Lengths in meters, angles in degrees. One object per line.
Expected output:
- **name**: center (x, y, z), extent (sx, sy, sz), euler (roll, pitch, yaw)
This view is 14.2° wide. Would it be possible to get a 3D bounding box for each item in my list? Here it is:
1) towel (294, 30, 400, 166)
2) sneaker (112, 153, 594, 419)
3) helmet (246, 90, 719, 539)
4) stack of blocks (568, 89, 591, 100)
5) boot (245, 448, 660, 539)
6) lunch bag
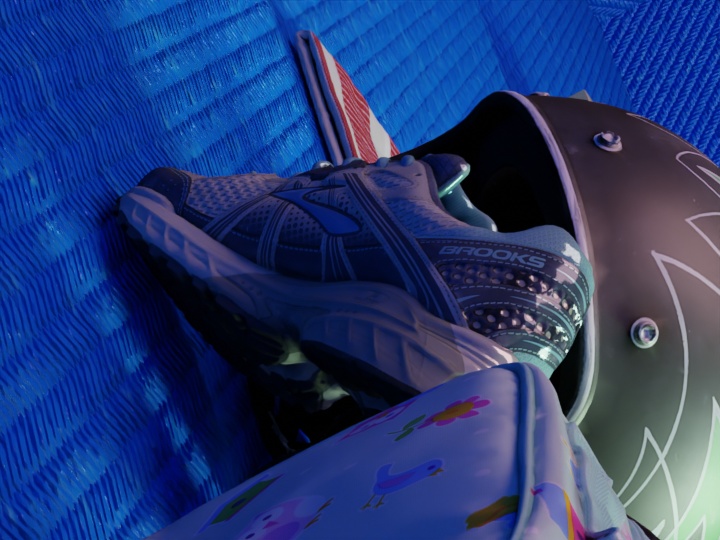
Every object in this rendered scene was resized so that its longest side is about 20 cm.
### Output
- **towel**: center (0.028, -0.023, 1.519), extent (0.200, 0.023, 0.144), euler (52, 15, -50)
- **sneaker**: center (0.000, 0.000, 0.947), extent (0.200, 0.086, 0.078), euler (26, -22, 45)
- **helmet**: center (0.063, 0.038, 1.034), extent (0.201, 0.190, 0.200), euler (63, 6, -11)
- **stack of blocks**: center (0.206, -0.033, 2.347), extent (0.115, 0.058, 0.201), euler (50, 17, -55)
- **boot**: center (0.051, 0.139, 0.892), extent (0.199, 0.073, 0.151), euler (12, -41, 43)
- **lunch bag**: center (-0.003, 0.096, 0.658), extent (0.077, 0.160, 0.200), euler (61, 9, -11)
